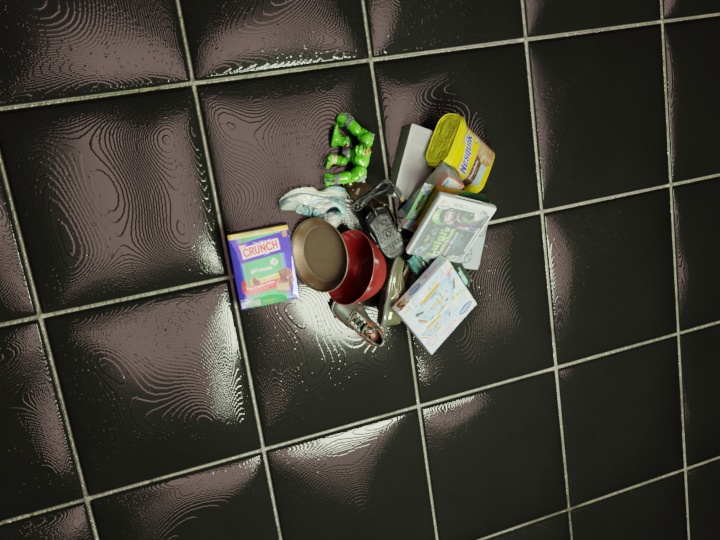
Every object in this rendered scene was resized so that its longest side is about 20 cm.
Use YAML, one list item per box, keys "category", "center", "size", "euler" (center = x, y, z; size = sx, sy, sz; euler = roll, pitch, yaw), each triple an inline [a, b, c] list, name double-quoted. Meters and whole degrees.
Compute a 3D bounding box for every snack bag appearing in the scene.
- category: "snack bag"
  center: [0.279, -0.108, 1.631]
  size: [0.183, 0.021, 0.206]
  euler: [5, 104, -21]

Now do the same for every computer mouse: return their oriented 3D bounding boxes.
- category: "computer mouse"
  center: [0.073, -0.144, 1.552]
  size: [0.140, 0.046, 0.202]
  euler: [-39, 105, -11]

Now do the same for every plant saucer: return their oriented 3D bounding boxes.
- category: "plant saucer"
  center: [-0.105, -0.044, 1.552]
  size: [0.036, 0.196, 0.207]
  euler: [-21, 106, -53]

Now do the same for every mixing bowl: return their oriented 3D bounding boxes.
- category: "mixing bowl"
  center: [0.000, 0.000, 1.575]
  size: [0.107, 0.198, 0.206]
  euler: [13, 95, -45]

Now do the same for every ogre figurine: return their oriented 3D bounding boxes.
- category: "ogre figurine"
  center: [-0.028, -0.324, 1.556]
  size: [0.116, 0.099, 0.205]
  euler: [12, 61, -5]

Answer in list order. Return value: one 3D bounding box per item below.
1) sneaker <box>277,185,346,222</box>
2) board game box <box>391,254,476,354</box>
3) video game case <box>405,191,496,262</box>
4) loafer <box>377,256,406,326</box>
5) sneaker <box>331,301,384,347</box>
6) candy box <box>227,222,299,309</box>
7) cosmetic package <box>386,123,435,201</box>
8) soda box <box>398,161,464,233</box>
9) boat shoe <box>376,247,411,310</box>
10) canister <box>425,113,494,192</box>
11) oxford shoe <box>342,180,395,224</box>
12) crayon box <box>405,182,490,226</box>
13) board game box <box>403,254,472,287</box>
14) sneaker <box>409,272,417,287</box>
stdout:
- category: "sneaker"
  center: [-0.125, -0.175, 1.538]
  size: [0.194, 0.078, 0.089]
  euler: [-8, 75, -17]
- category: "board game box"
  center: [0.209, 0.098, 1.580]
  size: [0.200, 0.041, 0.200]
  euler: [-45, 125, -7]
- category: "video game case"
  center: [0.237, -0.108, 1.504]
  size: [0.177, 0.024, 0.202]
  euler: [8, 132, -25]
- category: "loafer"
  center: [0.095, 0.057, 1.584]
  size: [0.068, 0.075, 0.207]
  euler: [12, 86, -19]
- category: "sneaker"
  center: [0.003, 0.148, 1.633]
  size: [0.199, 0.082, 0.078]
  euler: [39, 87, -16]
- category: "candy box"
  center: [-0.261, -0.014, 1.543]
  size: [0.164, 0.077, 0.207]
  euler: [-11, 99, -10]
- category: "cosmetic package"
  center: [0.150, -0.300, 1.615]
  size: [0.099, 0.071, 0.206]
  euler: [14, 94, -18]
- category: "soda box"
  center: [0.190, -0.194, 1.549]
  size: [0.062, 0.070, 0.200]
  euler: [22, 127, -31]
- category: "boat shoe"
  center: [0.109, 0.034, 1.659]
  size: [0.073, 0.075, 0.205]
  euler: [19, 93, -47]
- category: "canister"
  center: [0.286, -0.323, 1.601]
  size: [0.198, 0.085, 0.152]
  euler: [26, 85, -43]
- category: "oxford shoe"
  center: [0.032, -0.195, 1.594]
  size: [0.199, 0.084, 0.073]
  euler: [41, 89, -15]
- category: "crayon box"
  center: [0.234, -0.152, 1.514]
  size: [0.194, 0.052, 0.127]
  euler: [7, 134, -23]
- category: "board game box"
  center: [0.223, 0.000, 1.610]
  size: [0.135, 0.028, 0.202]
  euler: [-41, 116, -10]
- category: "sneaker"
  center: [0.174, 0.092, 1.669]
  size: [0.070, 0.080, 0.206]
  euler: [-19, 105, -20]
